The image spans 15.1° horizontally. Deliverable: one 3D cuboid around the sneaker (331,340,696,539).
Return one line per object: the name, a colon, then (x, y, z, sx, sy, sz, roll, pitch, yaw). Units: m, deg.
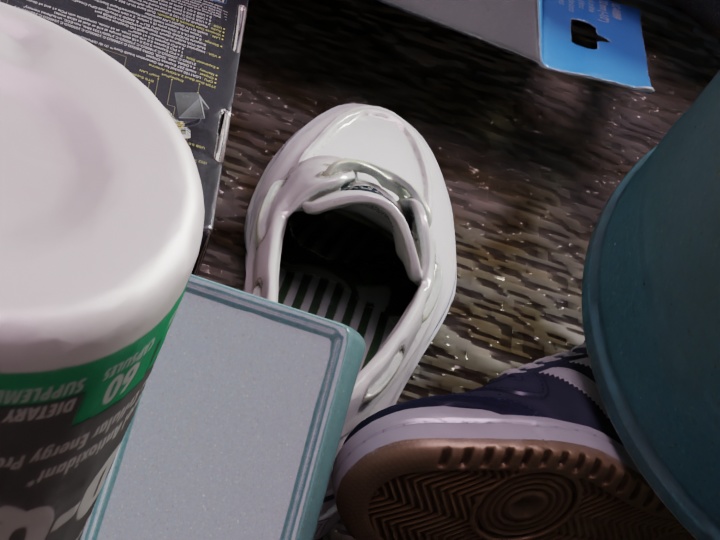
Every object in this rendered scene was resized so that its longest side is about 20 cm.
sneaker: (0.070, 0.040, 0.848, 0.200, 0.070, 0.109, 7, 47, -30)

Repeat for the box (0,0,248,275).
box: (-0.139, -0.076, 0.892, 0.200, 0.049, 0.161, 16, 37, -10)

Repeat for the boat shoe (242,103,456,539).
boat shoe: (0.000, 0.000, 0.862, 0.073, 0.067, 0.200, 18, 40, -7)

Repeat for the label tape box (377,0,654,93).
label tape box: (0.022, -0.140, 0.998, 0.200, 0.066, 0.143, 20, 19, -2)

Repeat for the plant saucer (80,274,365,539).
plant saucer: (-0.051, 0.089, 0.724, 0.070, 0.019, 0.200, 19, 59, -6)

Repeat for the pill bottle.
pill bottle: (-0.117, 0.040, 0.651, 0.113, 0.200, 0.113, 14, 43, -13)

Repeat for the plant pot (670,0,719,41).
plant pot: (0.187, -0.146, 1.052, 0.200, 0.187, 0.187, 24, 37, 22)

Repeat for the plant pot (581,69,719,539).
plant pot: (0.190, -0.021, 0.765, 0.200, 0.188, 0.200, 11, 51, -15)
